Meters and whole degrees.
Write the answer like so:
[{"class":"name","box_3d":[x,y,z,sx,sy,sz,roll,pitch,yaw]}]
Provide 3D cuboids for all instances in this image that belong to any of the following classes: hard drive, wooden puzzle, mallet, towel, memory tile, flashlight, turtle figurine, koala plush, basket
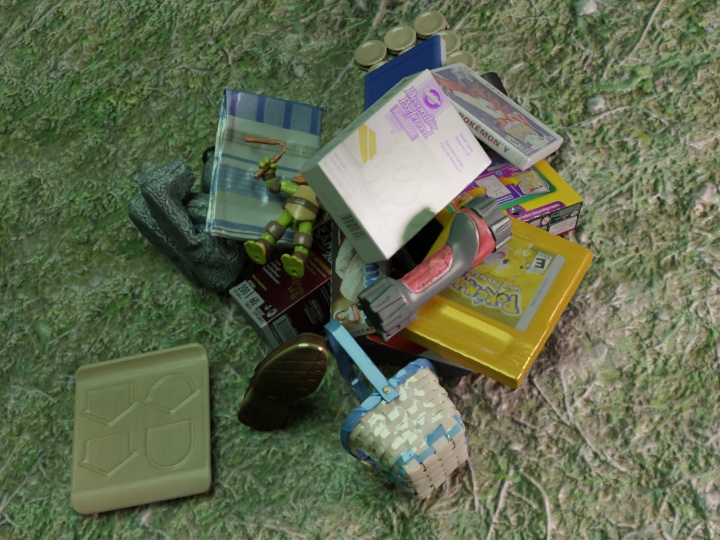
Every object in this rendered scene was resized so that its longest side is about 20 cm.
[{"class":"hard drive","box_3d":[0.062,-0.227,1.844,0.131,0.025,0.201,-26,41,27]},{"class":"wooden puzzle","box_3d":[-0.275,0.204,1.703,0.184,0.046,0.201,-12,59,9]},{"class":"mallet","box_3d":[0.117,-0.203,1.863,0.199,0.041,0.066,-30,72,1]},{"class":"towel","box_3d":[-0.121,-0.130,1.731,0.146,0.024,0.202,10,77,-21]},{"class":"memory tile","box_3d":[0.089,-0.290,1.948,0.153,0.017,0.201,-28,54,-3]},{"class":"flashlight","box_3d":[0.083,-0.009,1.530,0.199,0.068,0.068,-35,60,-18]},{"class":"turtle figurine","box_3d":[-0.084,-0.077,1.689,0.199,0.064,0.162,28,60,1]},{"class":"koala plush","box_3d":[-0.181,-0.095,1.806,0.200,0.177,0.184,-43,94,-22]},{"class":"basket","box_3d":[0.031,0.158,1.560,0.139,0.177,0.200,-34,64,-7]}]

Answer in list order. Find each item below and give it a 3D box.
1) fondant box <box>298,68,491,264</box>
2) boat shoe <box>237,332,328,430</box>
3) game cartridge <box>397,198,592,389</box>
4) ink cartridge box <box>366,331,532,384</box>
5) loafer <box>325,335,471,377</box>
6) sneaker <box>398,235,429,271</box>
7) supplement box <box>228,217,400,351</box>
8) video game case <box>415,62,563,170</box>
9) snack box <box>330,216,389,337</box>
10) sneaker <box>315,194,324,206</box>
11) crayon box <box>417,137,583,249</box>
[{"class":"fondant box","box_3d":[0.044,-0.126,1.614,0.200,0.145,0.058,-43,14,-26]},{"class":"boat shoe","box_3d":[-0.095,0.123,1.622,0.072,0.200,0.068,19,52,-16]},{"class":"game cartridge","box_3d":[0.150,0.022,1.560,0.175,0.033,0.200,24,59,19]},{"class":"ink cartridge box","box_3d":[0.127,0.054,1.623,0.199,0.050,0.162,18,32,13]},{"class":"loafer","box_3d":[0.053,0.084,1.672,0.199,0.072,0.063,7,54,24]},{"class":"sneaker","box_3d":[0.062,-0.063,1.766,0.072,0.073,0.200,-33,53,-5]},{"class":"supplement box","box_3d":[-0.060,0.012,1.742,0.199,0.061,0.109,-36,38,-10]},{"class":"video game case","box_3d":[0.169,-0.205,1.741,0.182,0.200,0.023,38,113,9]},{"class":"snack box","box_3d":[0.000,0.000,1.657,0.071,0.024,0.201,-12,44,11]},{"class":"sneaker","box_3d":[0.033,-0.128,1.675,0.095,0.079,0.200,43,68,-5]},{"class":"crayon box","box_3d":[0.156,-0.096,1.728,0.199,0.059,0.173,-20,50,-26]}]
